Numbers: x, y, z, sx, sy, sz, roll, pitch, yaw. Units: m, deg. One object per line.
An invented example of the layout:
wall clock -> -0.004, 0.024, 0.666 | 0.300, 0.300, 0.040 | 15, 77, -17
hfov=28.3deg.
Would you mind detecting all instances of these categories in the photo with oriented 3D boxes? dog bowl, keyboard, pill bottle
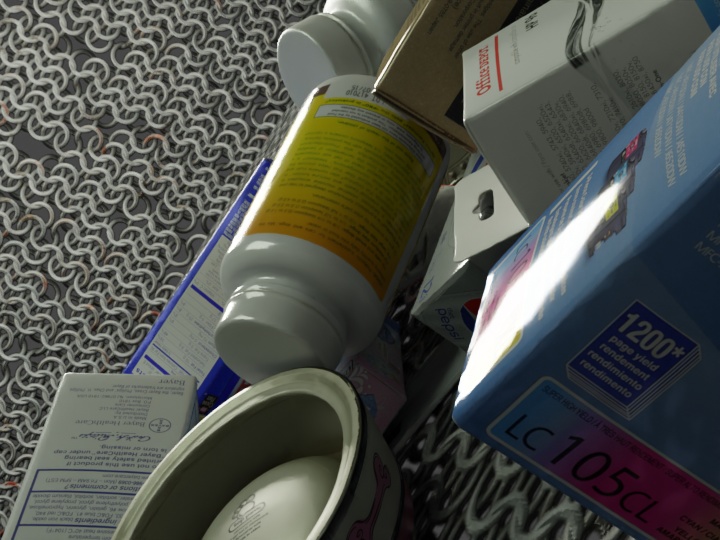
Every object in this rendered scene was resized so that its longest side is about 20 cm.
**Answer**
dog bowl -> -0.055, 0.155, 0.806 | 0.199, 0.074, 0.201 | -34, 28, 20
keyboard -> 0.022, 0.104, 0.921 | 0.201, 0.011, 0.056 | -53, 17, 25
pill bottle -> -0.021, -0.022, 0.917 | 0.109, 0.109, 0.201 | -42, 20, 54
pill bottle -> 0.031, -0.208, 1.251 | 0.199, 0.115, 0.114 | -32, -2, -27

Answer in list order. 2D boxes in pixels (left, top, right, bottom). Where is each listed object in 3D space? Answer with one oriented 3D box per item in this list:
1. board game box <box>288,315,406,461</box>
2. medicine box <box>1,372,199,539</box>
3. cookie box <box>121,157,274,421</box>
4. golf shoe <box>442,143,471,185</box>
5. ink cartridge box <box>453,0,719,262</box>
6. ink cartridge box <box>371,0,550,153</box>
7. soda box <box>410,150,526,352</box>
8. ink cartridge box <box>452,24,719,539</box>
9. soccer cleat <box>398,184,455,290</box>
board game box -> -0.043, 0.129, 0.995 | 0.201, 0.043, 0.199 | -54, 7, 9
medicine box -> -0.169, 0.202, 0.990 | 0.201, 0.102, 0.184 | -83, -6, -57
cookie box -> -0.069, 0.033, 1.132 | 0.201, 0.075, 0.171 | -56, -26, 4
golf shoe -> 0.098, -0.123, 1.117 | 0.201, 0.078, 0.097 | -59, -11, -17
ink cartridge box -> 0.116, -0.096, 0.717 | 0.199, 0.068, 0.116 | -30, 19, 16
ink cartridge box -> 0.083, -0.172, 0.880 | 0.166, 0.075, 0.200 | -58, 5, 14
soda box -> 0.096, -0.041, 0.835 | 0.063, 0.068, 0.201 | -45, 15, 47
ink cartridge box -> 0.136, -0.005, 0.367 | 0.200, 0.136, 0.077 | -50, 14, 36
soccer cleat -> 0.000, 0.000, 1.010 | 0.198, 0.069, 0.085 | -23, 20, -8
